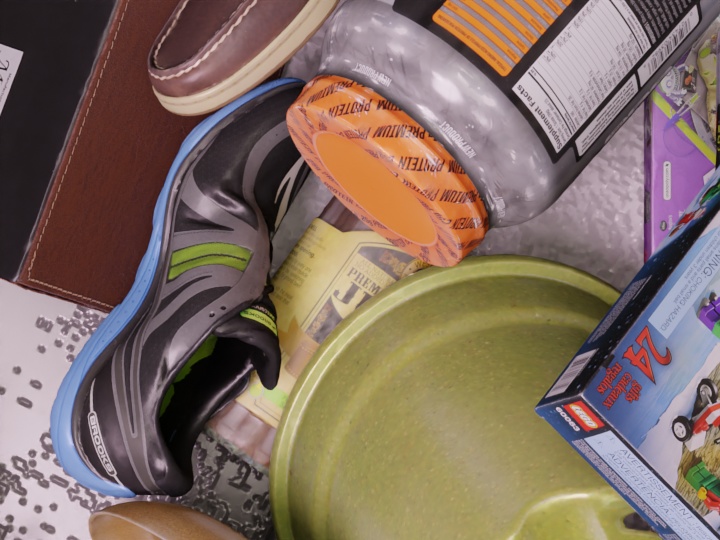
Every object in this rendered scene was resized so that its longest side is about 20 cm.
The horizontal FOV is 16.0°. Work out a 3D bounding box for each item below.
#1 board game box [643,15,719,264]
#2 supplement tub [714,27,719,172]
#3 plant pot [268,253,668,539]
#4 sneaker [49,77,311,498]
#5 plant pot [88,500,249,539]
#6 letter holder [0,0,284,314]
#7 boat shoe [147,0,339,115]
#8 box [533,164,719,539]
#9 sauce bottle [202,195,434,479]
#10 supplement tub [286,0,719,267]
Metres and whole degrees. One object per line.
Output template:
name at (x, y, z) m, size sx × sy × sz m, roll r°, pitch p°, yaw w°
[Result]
board game box at (0.190, -0.039, 1.170) m, size 0.120 × 0.032 × 0.201 m, roll 1°, pitch 89°, yaw -5°
supplement tub at (0.212, -0.012, 1.097) m, size 0.122 × 0.123 × 0.201 m, roll 1°, pitch 88°, yaw -2°
plant pot at (0.077, 0.115, 1.056) m, size 0.200 × 0.184 × 0.201 m, roll -4°, pitch 108°, yaw -13°
sneaker at (-0.059, 0.011, 1.104) m, size 0.083 × 0.071 × 0.200 m, roll 17°, pitch 72°, yaw 31°
plant pot at (-0.033, 0.163, 1.082) m, size 0.200 × 0.200 × 0.027 m, roll 44°, pitch 71°, yaw -1°
letter holder at (-0.115, -0.088, 1.136) m, size 0.100 × 0.142 × 0.200 m, roll 19°, pitch 89°, yaw 30°
boat shoe at (-0.033, -0.157, 1.069) m, size 0.200 × 0.072 × 0.072 m, roll -52°, pitch 125°, yaw -8°
box at (0.175, 0.026, 0.978) m, size 0.137 × 0.038 × 0.200 m, roll 44°, pitch 64°, yaw -10°
sauce bottle at (0.000, 0.000, 1.146) m, size 0.065 × 0.065 × 0.200 m, roll 34°, pitch 89°, yaw -1°
supplement tub at (0.068, -0.105, 1.075) m, size 0.123 × 0.123 × 0.200 m, roll 43°, pitch 75°, yaw -1°
